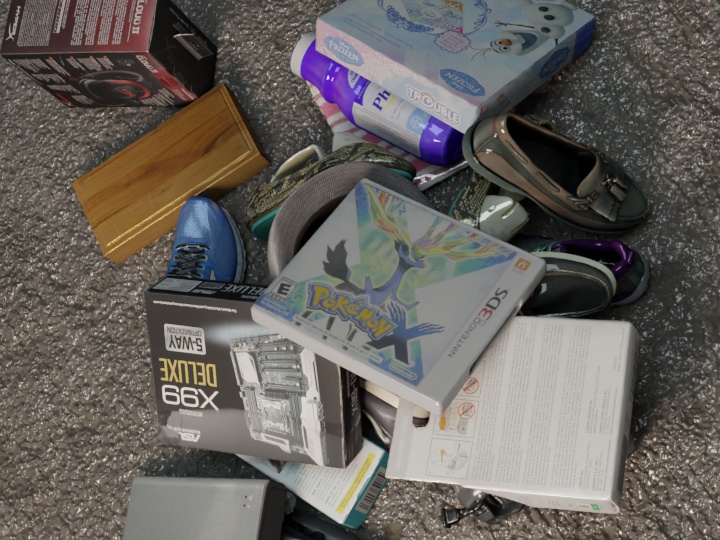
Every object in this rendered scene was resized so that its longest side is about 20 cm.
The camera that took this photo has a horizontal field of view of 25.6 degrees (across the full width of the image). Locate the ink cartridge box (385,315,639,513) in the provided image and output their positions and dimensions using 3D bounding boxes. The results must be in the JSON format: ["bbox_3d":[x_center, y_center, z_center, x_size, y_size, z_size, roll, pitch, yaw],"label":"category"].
[{"bbox_3d":[0.133,0.119,1.368,0.198,0.050,0.162,2,66,22],"label":"ink cartridge box"}]

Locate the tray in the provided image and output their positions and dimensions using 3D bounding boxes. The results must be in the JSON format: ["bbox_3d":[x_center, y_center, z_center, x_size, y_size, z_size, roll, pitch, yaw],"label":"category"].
[{"bbox_3d":[-0.203,-0.103,1.688,0.199,0.037,0.099,-32,66,7],"label":"tray"}]

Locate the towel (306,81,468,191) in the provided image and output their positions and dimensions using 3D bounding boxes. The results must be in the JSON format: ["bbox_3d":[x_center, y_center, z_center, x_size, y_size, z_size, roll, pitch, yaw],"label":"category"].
[{"bbox_3d":[0.036,-0.171,1.625,0.146,0.030,0.201,-32,66,9],"label":"towel"}]

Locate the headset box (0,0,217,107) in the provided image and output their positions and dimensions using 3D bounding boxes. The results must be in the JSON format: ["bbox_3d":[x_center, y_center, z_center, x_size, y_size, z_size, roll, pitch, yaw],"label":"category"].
[{"bbox_3d":[-0.255,-0.234,1.686,0.198,0.149,0.076,2,74,22],"label":"headset box"}]

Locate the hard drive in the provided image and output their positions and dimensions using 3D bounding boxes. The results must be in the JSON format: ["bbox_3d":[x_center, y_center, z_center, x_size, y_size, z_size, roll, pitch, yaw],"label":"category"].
[{"bbox_3d":[-0.157,0.269,1.515,0.199,0.033,0.141,-6,70,44],"label":"hard drive"}]

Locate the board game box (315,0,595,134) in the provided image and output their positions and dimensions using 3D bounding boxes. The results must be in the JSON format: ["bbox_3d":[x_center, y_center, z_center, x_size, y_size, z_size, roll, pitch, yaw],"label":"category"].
[{"bbox_3d":[0.093,-0.233,1.560,0.199,0.044,0.199,33,50,26],"label":"board game box"}]

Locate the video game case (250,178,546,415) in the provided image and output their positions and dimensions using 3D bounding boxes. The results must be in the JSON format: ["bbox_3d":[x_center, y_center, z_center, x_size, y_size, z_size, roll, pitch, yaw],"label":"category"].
[{"bbox_3d":[0.034,0.017,1.394,0.199,0.022,0.183,25,57,24],"label":"video game case"}]

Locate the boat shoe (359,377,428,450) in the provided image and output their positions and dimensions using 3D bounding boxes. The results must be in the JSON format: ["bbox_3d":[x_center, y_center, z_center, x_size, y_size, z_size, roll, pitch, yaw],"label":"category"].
[{"bbox_3d":[-0.025,0.111,1.536,0.199,0.072,0.063,28,105,23],"label":"boat shoe"}]

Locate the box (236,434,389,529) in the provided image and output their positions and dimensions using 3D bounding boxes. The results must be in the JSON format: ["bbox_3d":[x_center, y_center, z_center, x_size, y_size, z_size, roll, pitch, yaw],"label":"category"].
[{"bbox_3d":[-0.067,0.165,1.545,0.199,0.049,0.083,30,86,25],"label":"box"}]

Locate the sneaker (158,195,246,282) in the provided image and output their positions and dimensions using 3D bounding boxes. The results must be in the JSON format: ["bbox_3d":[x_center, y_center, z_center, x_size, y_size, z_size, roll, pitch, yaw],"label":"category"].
[{"bbox_3d":[-0.167,0.017,1.607,0.078,0.089,0.202,-6,71,17],"label":"sneaker"}]

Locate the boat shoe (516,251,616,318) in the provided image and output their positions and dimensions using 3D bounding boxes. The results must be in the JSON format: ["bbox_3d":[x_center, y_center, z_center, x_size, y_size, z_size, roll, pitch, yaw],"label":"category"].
[{"bbox_3d":[0.132,0.027,1.437,0.198,0.072,0.068,-1,35,11],"label":"boat shoe"}]

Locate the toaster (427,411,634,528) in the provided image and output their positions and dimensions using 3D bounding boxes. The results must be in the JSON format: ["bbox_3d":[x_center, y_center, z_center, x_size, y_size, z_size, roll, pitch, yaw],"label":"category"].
[{"bbox_3d":[0.142,0.139,1.444,0.199,0.114,0.130,-27,63,9],"label":"toaster"}]

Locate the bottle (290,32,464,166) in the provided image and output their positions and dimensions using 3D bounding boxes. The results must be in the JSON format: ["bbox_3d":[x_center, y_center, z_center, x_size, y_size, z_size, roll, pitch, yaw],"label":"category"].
[{"bbox_3d":[0.021,-0.178,1.581,0.199,0.065,0.084,30,71,23],"label":"bottle"}]

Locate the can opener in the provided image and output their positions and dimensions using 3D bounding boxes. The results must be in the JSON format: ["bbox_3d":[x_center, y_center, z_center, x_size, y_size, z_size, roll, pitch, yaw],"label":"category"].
[{"bbox_3d":[-0.029,0.267,1.503,0.198,0.079,0.063,17,41,21],"label":"can opener"}]

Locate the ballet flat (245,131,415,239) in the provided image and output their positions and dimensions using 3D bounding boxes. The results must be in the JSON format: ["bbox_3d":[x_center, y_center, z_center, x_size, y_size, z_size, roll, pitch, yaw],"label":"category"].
[{"bbox_3d":[-0.036,-0.096,1.587,0.199,0.068,0.076,-21,57,29],"label":"ballet flat"}]

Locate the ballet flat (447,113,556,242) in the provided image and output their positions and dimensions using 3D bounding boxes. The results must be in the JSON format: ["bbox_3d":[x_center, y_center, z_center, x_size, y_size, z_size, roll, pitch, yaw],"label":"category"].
[{"bbox_3d":[0.137,-0.075,1.505,0.075,0.068,0.201,-1,48,38],"label":"ballet flat"}]

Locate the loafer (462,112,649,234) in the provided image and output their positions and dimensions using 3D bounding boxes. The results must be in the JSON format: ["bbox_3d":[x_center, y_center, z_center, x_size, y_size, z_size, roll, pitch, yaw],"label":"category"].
[{"bbox_3d":[0.190,-0.089,1.460,0.063,0.198,0.073,-34,41,57],"label":"loafer"}]

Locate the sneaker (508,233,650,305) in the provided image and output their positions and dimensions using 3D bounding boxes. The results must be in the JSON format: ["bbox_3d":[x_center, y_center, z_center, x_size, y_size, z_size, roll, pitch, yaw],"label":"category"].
[{"bbox_3d":[0.169,-0.009,1.493,0.198,0.088,0.075,-3,72,19],"label":"sneaker"}]

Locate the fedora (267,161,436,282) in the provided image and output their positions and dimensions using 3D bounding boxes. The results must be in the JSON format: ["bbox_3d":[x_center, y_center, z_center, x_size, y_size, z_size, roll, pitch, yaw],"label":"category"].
[{"bbox_3d":[0.000,0.000,1.528,0.176,0.090,0.201,-39,94,-9],"label":"fedora"}]

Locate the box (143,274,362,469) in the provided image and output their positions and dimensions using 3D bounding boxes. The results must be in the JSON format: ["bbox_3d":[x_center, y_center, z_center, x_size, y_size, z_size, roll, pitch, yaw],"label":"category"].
[{"bbox_3d":[-0.099,0.093,1.481,0.198,0.050,0.159,6,111,21],"label":"box"}]
